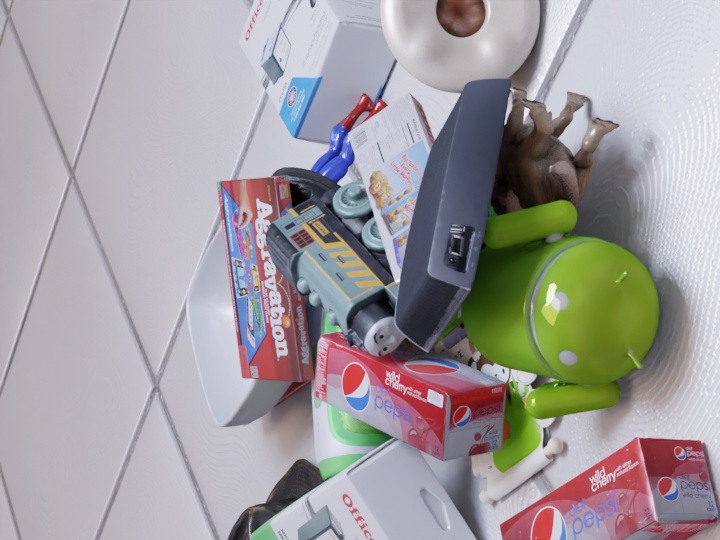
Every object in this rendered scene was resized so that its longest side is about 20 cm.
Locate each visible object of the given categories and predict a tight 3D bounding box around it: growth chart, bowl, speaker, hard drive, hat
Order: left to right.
[{"bbox_3d":[-0.108,0.049,1.901,0.200,0.075,0.200,-57,38,39],"label":"bowl"},{"bbox_3d":[-0.096,0.297,1.896,0.201,0.081,0.201,-23,64,59],"label":"hat"},{"bbox_3d":[-0.006,0.106,1.765,0.088,0.088,0.200,-32,58,56],"label":"speaker"},{"bbox_3d":[0.073,-0.049,1.446,0.135,0.042,0.200,119,166,-60],"label":"hard drive"},{"bbox_3d":[0.112,0.106,1.599,0.145,0.018,0.200,-56,47,43],"label":"growth chart"}]

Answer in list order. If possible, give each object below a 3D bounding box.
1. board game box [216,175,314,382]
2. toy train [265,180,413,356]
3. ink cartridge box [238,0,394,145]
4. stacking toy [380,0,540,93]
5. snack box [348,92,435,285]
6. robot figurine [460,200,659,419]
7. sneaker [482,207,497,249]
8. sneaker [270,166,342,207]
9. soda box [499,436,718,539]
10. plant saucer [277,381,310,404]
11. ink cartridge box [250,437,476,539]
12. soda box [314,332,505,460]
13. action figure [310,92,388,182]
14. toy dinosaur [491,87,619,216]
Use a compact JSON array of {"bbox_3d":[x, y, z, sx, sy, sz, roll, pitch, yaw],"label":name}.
[{"bbox_3d":[-0.094,0.009,1.760,0.103,0.019,0.200,-1,98,51],"label":"board game box"},{"bbox_3d":[0.000,0.000,1.627,0.200,0.114,0.085,48,162,40],"label":"toy train"},{"bbox_3d":[-0.045,-0.247,1.910,0.200,0.086,0.146,59,134,46],"label":"ink cartridge box"},{"bbox_3d":[0.077,-0.232,1.680,0.200,0.146,0.146,-178,94,-81],"label":"stacking toy"},{"bbox_3d":[0.043,-0.071,1.589,0.072,0.024,0.200,-32,45,16],"label":"snack box"},{"bbox_3d":[0.160,0.029,1.443,0.200,0.116,0.176,10,117,60],"label":"robot figurine"},{"bbox_3d":[0.068,-0.050,1.660,0.200,0.085,0.078,43,122,54],"label":"sneaker"},{"bbox_3d":[-0.018,-0.015,1.729,0.104,0.200,0.060,-59,1,-40],"label":"sneaker"},{"bbox_3d":[0.192,0.198,1.406,0.200,0.063,0.070,-42,49,50],"label":"soda box"},{"bbox_3d":[-0.081,0.049,1.966,0.200,0.037,0.200,-38,51,53],"label":"plant saucer"},{"bbox_3d":[0.005,0.257,1.657,0.146,0.084,0.200,56,142,5],"label":"ink cartridge box"},{"bbox_3d":[0.042,0.107,1.606,0.200,0.070,0.063,22,114,52],"label":"soda box"},{"bbox_3d":[-0.040,-0.089,1.818,0.200,0.052,0.065,-47,34,-7],"label":"action figure"},{"bbox_3d":[0.149,-0.076,1.494,0.200,0.086,0.136,-123,45,-68],"label":"toy dinosaur"}]
